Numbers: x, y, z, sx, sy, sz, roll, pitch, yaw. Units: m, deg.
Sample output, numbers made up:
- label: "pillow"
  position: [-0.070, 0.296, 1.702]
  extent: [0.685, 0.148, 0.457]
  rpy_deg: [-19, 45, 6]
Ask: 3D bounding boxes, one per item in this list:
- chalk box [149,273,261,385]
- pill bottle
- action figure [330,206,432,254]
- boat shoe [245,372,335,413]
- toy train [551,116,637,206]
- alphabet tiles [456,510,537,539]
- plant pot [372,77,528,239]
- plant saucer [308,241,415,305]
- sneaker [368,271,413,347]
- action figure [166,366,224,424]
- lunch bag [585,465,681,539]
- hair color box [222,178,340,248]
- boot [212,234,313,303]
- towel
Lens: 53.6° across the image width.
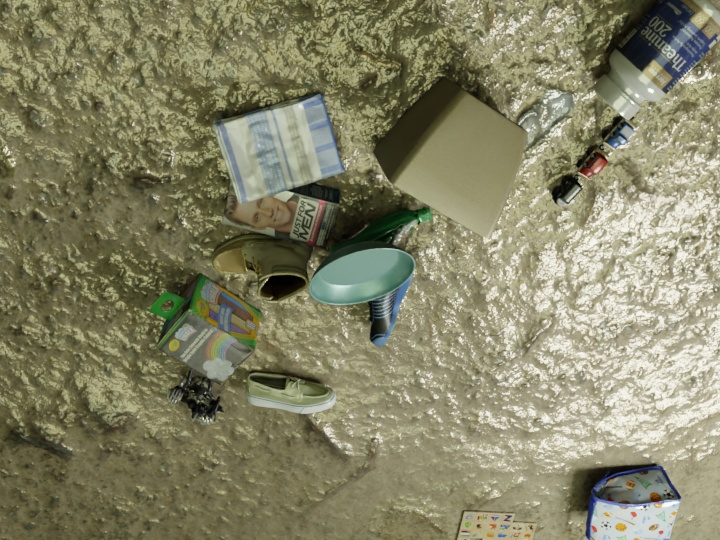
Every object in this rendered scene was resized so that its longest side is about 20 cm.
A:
- label: "chalk box"
  position: [-0.313, 0.105, 1.403]
  extent: [0.199, 0.124, 0.124]
  rpy_deg: [36, 116, -21]
- label: "pill bottle"
  position: [0.472, -0.344, 1.138]
  extent: [0.110, 0.111, 0.200]
  rpy_deg: [31, 117, -19]
- label: "action figure"
  position: [0.042, -0.067, 1.321]
  extent: [0.198, 0.118, 0.055]
  rpy_deg: [-26, 107, 3]
- label: "boat shoe"
  position: [-0.152, 0.261, 1.535]
  extent: [0.197, 0.072, 0.063]
  rpy_deg: [2, 125, 1]
- label: "toy train"
  position: [0.416, -0.193, 1.272]
  extent: [0.034, 0.046, 0.201]
  rpy_deg: [28, 118, -18]
- label: "alphabet tiles"
  position: [0.352, 0.686, 1.856]
  extent: [0.197, 0.008, 0.169]
  rpy_deg: [4, 122, -4]
- label: "plant pot"
  position: [0.159, -0.202, 1.186]
  extent: [0.198, 0.200, 0.178]
  rpy_deg: [27, 107, -17]
- label: "plant saucer"
  position: [0.000, 0.000, 1.288]
  extent: [0.198, 0.036, 0.201]
  rpy_deg: [-13, 153, -7]
- label: "sneaker"
  position: [0.041, 0.057, 1.416]
  extent: [0.077, 0.070, 0.202]
  rpy_deg: [16, 114, -8]
- label: "action figure"
  position: [-0.348, 0.265, 1.511]
  extent: [0.118, 0.102, 0.201]
  rpy_deg: [20, 129, 7]
- label: "lunch bag"
  position: [0.643, 0.573, 1.723]
  extent: [0.197, 0.124, 0.172]
  rpy_deg: [-10, 124, -4]
- label: "hair color box"
  position: [-0.144, -0.116, 1.302]
  extent: [0.198, 0.061, 0.101]
  rpy_deg: [13, 121, -9]
- label: "boot"
  position: [-0.187, -0.001, 1.317]
  extent: [0.197, 0.155, 0.073]
  rpy_deg: [-9, 123, 4]
- label: "towel"
  position: [-0.140, -0.209, 1.224]
  extent: [0.198, 0.024, 0.149]
  rpy_deg: [-16, 105, -3]
